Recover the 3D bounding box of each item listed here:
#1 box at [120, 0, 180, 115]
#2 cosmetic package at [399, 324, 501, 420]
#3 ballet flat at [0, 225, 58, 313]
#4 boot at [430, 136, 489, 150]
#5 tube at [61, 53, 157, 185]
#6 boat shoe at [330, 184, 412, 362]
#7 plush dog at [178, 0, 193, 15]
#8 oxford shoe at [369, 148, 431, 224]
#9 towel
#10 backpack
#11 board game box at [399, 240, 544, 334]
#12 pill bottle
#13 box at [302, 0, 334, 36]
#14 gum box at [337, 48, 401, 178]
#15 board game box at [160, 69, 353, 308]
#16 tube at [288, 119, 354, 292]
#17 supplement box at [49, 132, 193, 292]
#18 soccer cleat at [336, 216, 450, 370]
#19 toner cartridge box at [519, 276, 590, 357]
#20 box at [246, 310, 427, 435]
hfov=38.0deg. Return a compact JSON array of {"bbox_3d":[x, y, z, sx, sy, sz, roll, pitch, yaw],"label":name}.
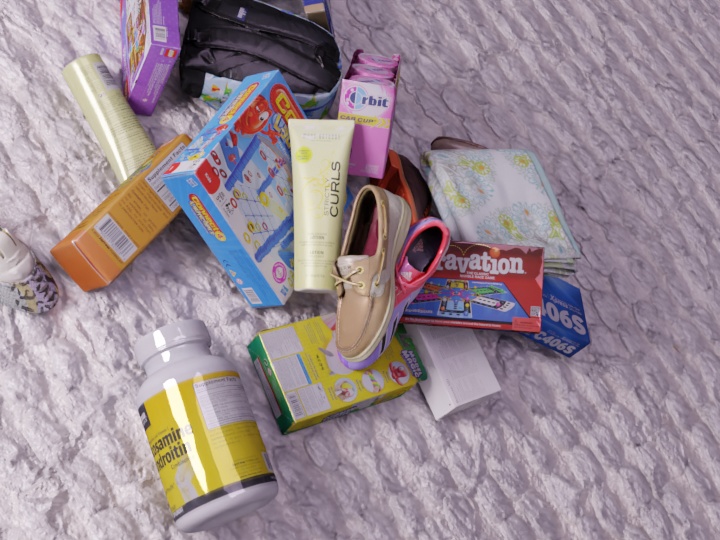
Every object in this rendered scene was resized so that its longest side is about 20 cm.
[{"bbox_3d":[-0.259,-0.312,1.278,0.039,0.137,0.202,5,62,-25],"label":"box"},{"bbox_3d":[0.092,0.079,1.308,0.082,0.051,0.201,-12,70,-37],"label":"cosmetic package"},{"bbox_3d":[-0.398,-0.029,1.089,0.200,0.072,0.072,38,52,-6],"label":"ballet flat"},{"bbox_3d":[0.172,-0.082,1.430,0.199,0.070,0.147,25,55,-16],"label":"boot"},{"bbox_3d":[-0.284,-0.159,1.239,0.058,0.052,0.201,-31,88,2],"label":"tube"},{"bbox_3d":[0.000,0.000,1.162,0.066,0.074,0.202,31,62,-42],"label":"boat shoe"},{"bbox_3d":[-0.206,-0.449,1.405,0.199,0.160,0.173,20,35,-52],"label":"plush dog"},{"bbox_3d":[0.067,-0.083,1.349,0.072,0.071,0.201,15,41,-26],"label":"oxford shoe"},{"bbox_3d":[0.183,-0.076,1.350,0.170,0.048,0.201,-2,56,-30],"label":"towel"},{"bbox_3d":[-0.121,-0.263,1.337,0.198,0.154,0.164,4,57,-2],"label":"backpack"},{"bbox_3d":[0.117,0.016,1.247,0.198,0.019,0.104,4,79,3],"label":"board game box"},{"bbox_3d":[-0.167,0.159,1.084,0.111,0.112,0.201,-11,69,-33],"label":"pill bottle"},{"bbox_3d":[-0.063,-0.398,1.448,0.032,0.121,0.202,-8,64,4],"label":"box"},{"bbox_3d":[0.011,-0.204,1.326,0.065,0.114,0.200,8,23,1],"label":"gum box"},{"bbox_3d":[-0.113,-0.096,1.231,0.201,0.056,0.196,58,46,-30],"label":"board game box"},{"bbox_3d":[-0.049,-0.076,1.208,0.058,0.052,0.202,7,82,-41],"label":"tube"},{"bbox_3d":[-0.251,-0.067,1.174,0.069,0.066,0.200,53,53,-18],"label":"supplement box"},{"bbox_3d":[0.037,0.024,1.198,0.066,0.076,0.201,35,82,-2],"label":"soccer cleat"},{"bbox_3d":[0.212,0.034,1.373,0.199,0.043,0.096,24,42,-28],"label":"toner cartridge box"},{"bbox_3d":[-0.022,0.108,1.233,0.199,0.048,0.118,-14,70,-31],"label":"box"}]
